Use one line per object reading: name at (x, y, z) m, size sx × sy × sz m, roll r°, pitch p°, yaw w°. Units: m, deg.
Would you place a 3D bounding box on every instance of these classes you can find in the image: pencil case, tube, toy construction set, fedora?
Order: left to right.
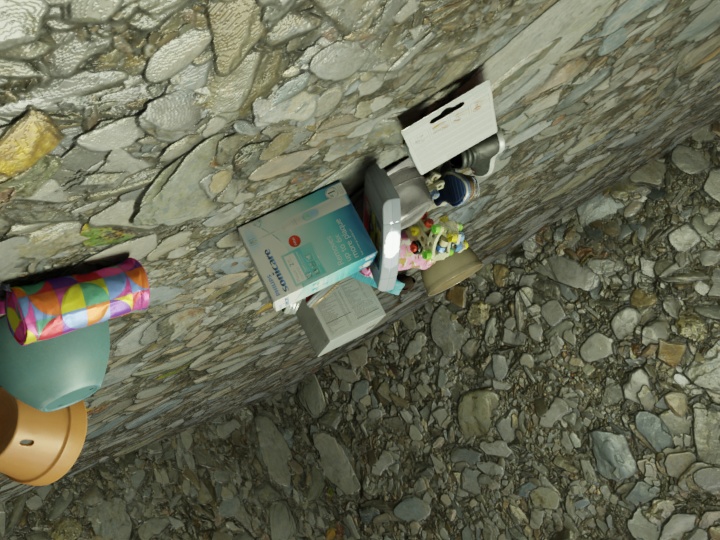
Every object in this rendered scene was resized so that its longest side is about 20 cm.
pencil case at (-0.404, 0.040, 0.975) m, size 0.199 × 0.089 × 0.088 m, roll -15°, pitch 163°, yaw -41°
tube at (0.000, 0.000, 1.485) m, size 0.051 × 0.199 × 0.077 m, roll -63°, pitch 178°, yaw -15°
pencil case at (0.074, -0.038, 1.449) m, size 0.199 × 0.083 × 0.087 m, roll -8°, pitch 127°, yaw -37°
fedora at (0.069, -0.131, 1.325) m, size 0.199 × 0.091 × 0.177 m, roll -31°, pitch 169°, yaw 11°
toy construction set at (0.141, -0.102, 1.388) m, size 0.091 × 0.201 × 0.131 m, roll 3°, pitch 142°, yaw -26°

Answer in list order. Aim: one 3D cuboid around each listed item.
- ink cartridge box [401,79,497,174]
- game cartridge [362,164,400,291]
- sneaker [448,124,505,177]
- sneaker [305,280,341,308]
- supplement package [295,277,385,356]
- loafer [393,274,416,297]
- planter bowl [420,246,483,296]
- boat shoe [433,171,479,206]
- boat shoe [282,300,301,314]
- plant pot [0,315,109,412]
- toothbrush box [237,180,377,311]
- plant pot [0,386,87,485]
ink cartridge box at (0.144, -0.247, 1.144) m, size 0.161 × 0.050 × 0.200 m, roll -29°, pitch 160°, yaw 7°
game cartridge at (0.037, -0.069, 1.213) m, size 0.041 × 0.133 × 0.201 m, roll -11°, pitch 130°, yaw -15°
sneaker at (0.214, -0.225, 1.347) m, size 0.098 × 0.071 × 0.200 m, roll -16°, pitch 171°, yaw -3°
sneaker at (-0.072, -0.028, 1.300) m, size 0.071 × 0.112 × 0.200 m, roll -34°, pitch -164°, yaw 53°
supplement package at (-0.067, 0.064, 1.571) m, size 0.150 × 0.201 × 0.152 m, roll -24°, pitch 168°, yaw -22°
loafer at (0.138, 0.040, 2.331) m, size 0.071 × 0.073 × 0.200 m, roll -42°, pitch 170°, yaw 15°
planter bowl at (0.270, -0.027, 2.156) m, size 0.199 × 0.135 × 0.200 m, roll -27°, pitch 168°, yaw -6°
boat shoe at (0.211, -0.176, 1.441) m, size 0.072 × 0.073 × 0.200 m, roll -12°, pitch -173°, yaw -10°
boat shoe at (-0.092, 0.004, 1.359) m, size 0.203 × 0.064 × 0.074 m, roll -63°, pitch -174°, yaw -27°
plant pot at (-0.485, 0.144, 1.089) m, size 0.199 × 0.135 × 0.200 m, roll -27°, pitch 169°, yaw -6°
toothbrush box at (-0.092, -0.042, 1.191) m, size 0.199 × 0.147 × 0.085 m, roll -25°, pitch 169°, yaw -10°
plant pot at (-0.648, 0.302, 1.304) m, size 0.199 × 0.201 × 0.140 m, roll -30°, pitch 152°, yaw 10°
